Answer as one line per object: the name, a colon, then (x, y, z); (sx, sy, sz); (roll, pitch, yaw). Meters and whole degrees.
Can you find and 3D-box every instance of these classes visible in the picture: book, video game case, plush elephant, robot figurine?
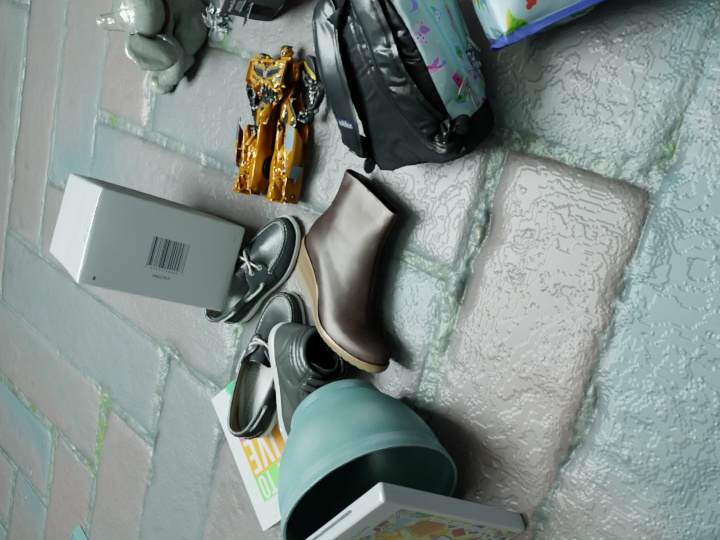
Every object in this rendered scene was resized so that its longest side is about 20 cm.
book: (-0.121, 0.235, 0.930); (0.133, 0.048, 0.202); (-41, 66, 28)
video game case: (0.044, 0.289, 0.699); (0.182, 0.198, 0.023); (-46, 37, 31)
plush elephant: (-0.308, -0.365, 0.977); (0.197, 0.153, 0.169); (-1, 92, 40)
robot figurine: (-0.115, -0.196, 0.886); (0.143, 0.058, 0.204); (15, 103, 37)

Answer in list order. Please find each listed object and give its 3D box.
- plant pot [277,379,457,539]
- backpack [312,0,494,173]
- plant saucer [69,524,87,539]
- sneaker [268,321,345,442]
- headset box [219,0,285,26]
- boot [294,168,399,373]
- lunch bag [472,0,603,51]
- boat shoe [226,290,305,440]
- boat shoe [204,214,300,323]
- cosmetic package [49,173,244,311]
plant pot: (-0.008, 0.212, 0.751); (0.202, 0.197, 0.135); (-60, 36, 25)
backpack: (0.041, -0.215, 0.681); (0.165, 0.127, 0.202); (-5, 121, 45)
plant saucer: (-0.525, 0.601, 1.304); (0.200, 0.019, 0.071); (42, 118, 29)
sneaker: (-0.057, 0.160, 0.830); (0.099, 0.070, 0.204); (-15, 89, 55)
headset box: (-0.131, -0.415, 0.836); (0.149, 0.076, 0.204); (-147, 63, -71)
boot: (0.000, 0.000, 0.791); (0.201, 0.072, 0.168); (51, 124, 30)
lunch bag: (0.179, -0.308, 0.564); (0.197, 0.128, 0.173); (-22, 102, 8)
boat shoe: (-0.129, 0.124, 0.887); (0.073, 0.060, 0.204); (17, 86, 23)
boat shoe: (-0.153, 0.005, 0.929); (0.076, 0.060, 0.201); (49, 121, 27)
cosmetic package: (-0.298, -0.042, 0.921); (0.199, 0.197, 0.125); (18, 92, 53)
